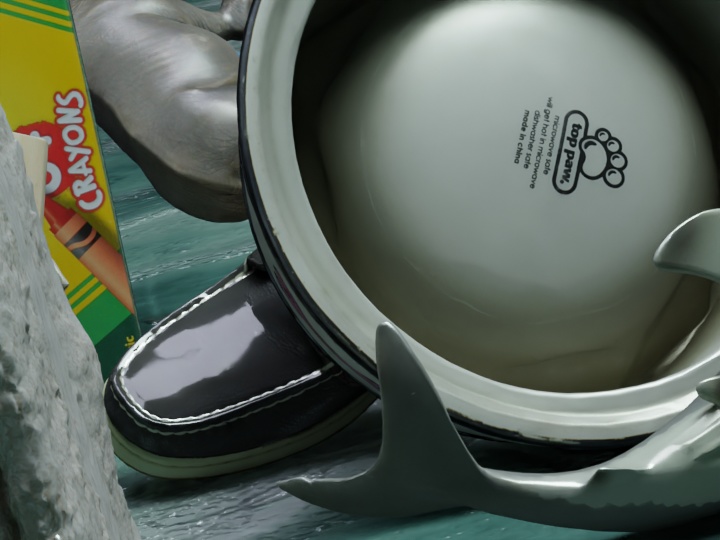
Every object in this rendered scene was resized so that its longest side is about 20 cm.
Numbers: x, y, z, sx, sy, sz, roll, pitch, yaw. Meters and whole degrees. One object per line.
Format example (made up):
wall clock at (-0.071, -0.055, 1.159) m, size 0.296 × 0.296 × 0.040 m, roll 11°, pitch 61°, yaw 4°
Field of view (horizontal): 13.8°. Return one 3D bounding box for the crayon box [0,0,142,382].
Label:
crayon box at (-0.183, -0.031, 1.105) m, size 0.172 × 0.200 × 0.058 m, roll -13°, pitch 9°, yaw -9°

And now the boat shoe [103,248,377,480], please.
boat shoe at (0.001, 0.000, 0.992) m, size 0.201 × 0.066 × 0.072 m, roll -25°, pitch 55°, yaw -21°

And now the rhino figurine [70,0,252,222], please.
rhino figurine at (-0.083, -0.082, 1.178) m, size 0.087 × 0.060 × 0.200 m, roll -16°, pitch 42°, yaw -38°

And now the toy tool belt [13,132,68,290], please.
toy tool belt at (-0.186, 0.030, 0.989) m, size 0.200 × 0.123 × 0.125 m, roll -16°, pitch 10°, yaw -22°

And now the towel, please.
towel at (-0.098, 0.010, 0.778) m, size 0.034 × 0.200 × 0.133 m, roll -18°, pitch 9°, yaw 1°

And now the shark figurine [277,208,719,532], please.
shark figurine at (0.095, 0.038, 0.833) m, size 0.214 × 0.128 × 0.090 m, roll -34°, pitch -9°, yaw -19°

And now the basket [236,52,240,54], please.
basket at (0.025, -0.078, 1.305) m, size 0.200 × 0.139 × 0.176 m, roll -2°, pitch 11°, yaw 5°

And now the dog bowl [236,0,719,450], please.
dog bowl at (0.052, -0.037, 0.925) m, size 0.200 × 0.200 × 0.074 m, roll -15°, pitch -10°, yaw -18°
